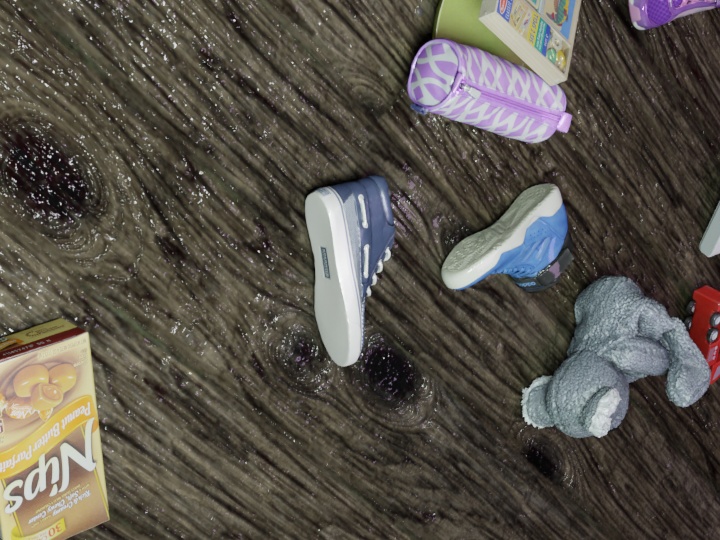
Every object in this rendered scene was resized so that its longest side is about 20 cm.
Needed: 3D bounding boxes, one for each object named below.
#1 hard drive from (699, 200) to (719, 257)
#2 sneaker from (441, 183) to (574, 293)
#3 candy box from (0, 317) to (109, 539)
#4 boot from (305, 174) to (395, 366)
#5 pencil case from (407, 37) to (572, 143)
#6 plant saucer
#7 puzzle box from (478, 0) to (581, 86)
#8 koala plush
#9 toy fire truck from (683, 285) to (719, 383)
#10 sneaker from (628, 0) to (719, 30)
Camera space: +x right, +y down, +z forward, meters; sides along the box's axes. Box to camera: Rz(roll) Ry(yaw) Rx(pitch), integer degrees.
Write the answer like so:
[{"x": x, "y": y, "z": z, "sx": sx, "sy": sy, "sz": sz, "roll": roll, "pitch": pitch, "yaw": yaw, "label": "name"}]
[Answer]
[{"x": 0.570, "y": -0.098, "z": 2.096, "sx": 0.199, "sy": 0.026, "sz": 0.133, "roll": -17, "pitch": 138, "yaw": -37, "label": "hard drive"}, {"x": 0.184, "y": -0.007, "z": 1.770, "sx": 0.200, "sy": 0.076, "sz": 0.112, "roll": -41, "pitch": 118, "yaw": -33, "label": "sneaker"}, {"x": -0.306, "y": 0.159, "z": 1.394, "sx": 0.115, "sy": 0.055, "sz": 0.202, "roll": -19, "pitch": 116, "yaw": -37, "label": "candy box"}, {"x": 0.000, "y": 0.000, "z": 1.608, "sx": 0.090, "sy": 0.073, "sz": 0.202, "roll": -18, "pitch": 115, "yaw": -31, "label": "boot"}, {"x": 0.140, "y": -0.195, "z": 1.624, "sx": 0.199, "sy": 0.085, "sz": 0.085, "roll": 9, "pitch": 97, "yaw": -45, "label": "pencil case"}, {"x": 0.147, "y": -0.270, "z": 1.684, "sx": 0.199, "sy": 0.031, "sz": 0.202, "roll": -15, "pitch": 112, "yaw": -39, "label": "plant saucer"}, {"x": 0.196, "y": -0.324, "z": 1.650, "sx": 0.133, "sy": 0.025, "sz": 0.202, "roll": 34, "pitch": 56, "yaw": -35, "label": "puzzle box"}, {"x": 0.303, "y": 0.130, "z": 1.873, "sx": 0.200, "sy": 0.177, "sz": 0.185, "roll": -45, "pitch": 117, "yaw": -22, "label": "koala plush"}, {"x": 0.518, "y": 0.060, "z": 2.099, "sx": 0.140, "sy": 0.049, "sz": 0.202, "roll": -19, "pitch": 126, "yaw": -38, "label": "toy fire truck"}, {"x": 0.420, "y": -0.355, "z": 1.865, "sx": 0.199, "sy": 0.088, "sz": 0.081, "roll": -27, "pitch": 122, "yaw": -32, "label": "sneaker"}]
